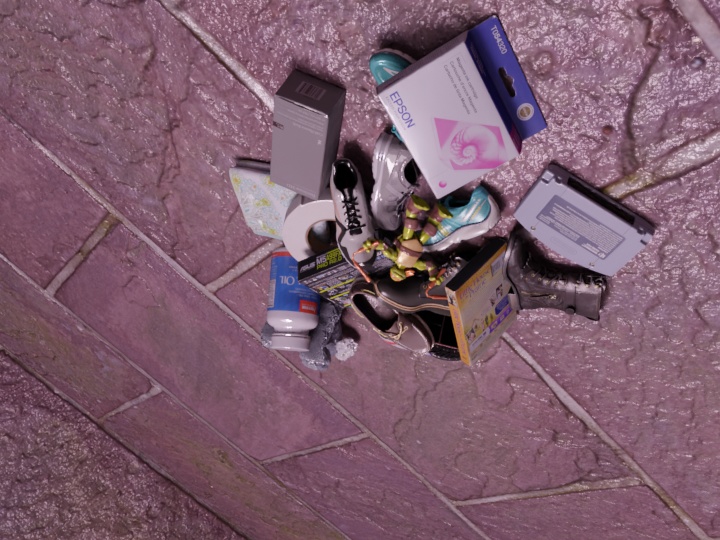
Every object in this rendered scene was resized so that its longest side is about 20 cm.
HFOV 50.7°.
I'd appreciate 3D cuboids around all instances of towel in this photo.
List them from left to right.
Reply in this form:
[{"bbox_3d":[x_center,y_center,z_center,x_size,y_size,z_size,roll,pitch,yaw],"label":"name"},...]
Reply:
[{"bbox_3d":[-0.159,-0.131,1.513,0.196,0.049,0.173,12,140,23],"label":"towel"}]

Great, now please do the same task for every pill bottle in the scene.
[{"bbox_3d":[-0.137,0.061,1.571,0.109,0.206,0.112,3,171,0],"label":"pill bottle"}]

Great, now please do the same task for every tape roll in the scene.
[{"bbox_3d":[-0.053,-0.073,1.462,0.197,0.038,0.205,3,138,3],"label":"tape roll"}]

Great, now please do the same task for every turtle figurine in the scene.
[{"bbox_3d":[0.095,-0.039,1.304,0.196,0.065,0.164,23,112,-13],"label":"turtle figurine"}]

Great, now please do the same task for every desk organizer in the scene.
[{"bbox_3d":[0.133,0.102,1.502,0.195,0.074,0.077,13,-175,7],"label":"desk organizer"}]

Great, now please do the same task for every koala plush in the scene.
[{"bbox_3d":[-0.094,0.137,1.710,0.174,0.187,0.200,21,165,26],"label":"koala plush"}]

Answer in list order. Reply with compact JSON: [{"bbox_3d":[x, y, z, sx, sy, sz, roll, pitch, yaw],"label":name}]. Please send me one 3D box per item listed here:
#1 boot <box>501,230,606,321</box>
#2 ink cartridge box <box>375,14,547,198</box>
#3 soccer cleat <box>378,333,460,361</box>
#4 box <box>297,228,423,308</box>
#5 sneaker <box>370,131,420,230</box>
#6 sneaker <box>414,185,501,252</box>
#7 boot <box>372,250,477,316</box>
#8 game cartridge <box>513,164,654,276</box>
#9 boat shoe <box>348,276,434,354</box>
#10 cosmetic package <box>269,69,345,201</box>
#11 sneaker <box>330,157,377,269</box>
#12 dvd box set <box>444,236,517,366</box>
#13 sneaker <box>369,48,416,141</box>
[{"bbox_3d":[0.341,0.010,1.324,0.170,0.070,0.202,5,141,24],"label":"boot"},{"bbox_3d":[0.152,-0.232,1.112,0.197,0.044,0.198,-27,120,17],"label":"ink cartridge box"},{"bbox_3d":[0.133,0.148,1.627,0.195,0.070,0.073,14,164,15],"label":"soccer cleat"},{"bbox_3d":[0.000,0.000,1.462,0.197,0.045,0.159,-21,148,29],"label":"box"},{"bbox_3d":[0.064,-0.142,1.323,0.080,0.076,0.202,14,142,16],"label":"sneaker"},{"bbox_3d":[0.158,-0.090,1.337,0.198,0.077,0.081,-23,101,41],"label":"sneaker"},{"bbox_3d":[0.132,0.008,1.400,0.196,0.079,0.139,4,137,-28],"label":"boot"},{"bbox_3d":[0.355,-0.075,1.232,0.197,0.042,0.134,32,147,-1],"label":"game cartridge"},{"bbox_3d":[0.058,0.095,1.430,0.199,0.060,0.072,42,112,-9],"label":"boat shoe"},{"bbox_3d":[-0.095,-0.231,1.323,0.105,0.091,0.202,21,139,9],"label":"cosmetic package"},{"bbox_3d":[-0.019,-0.101,1.330,0.072,0.205,0.080,-15,169,1],"label":"sneaker"},{"bbox_3d":[0.223,0.060,1.386,0.029,0.146,0.203,28,150,40],"label":"dvd box set"},{"bbox_3d":[0.076,-0.250,1.175,0.076,0.080,0.201,-10,126,40],"label":"sneaker"}]
